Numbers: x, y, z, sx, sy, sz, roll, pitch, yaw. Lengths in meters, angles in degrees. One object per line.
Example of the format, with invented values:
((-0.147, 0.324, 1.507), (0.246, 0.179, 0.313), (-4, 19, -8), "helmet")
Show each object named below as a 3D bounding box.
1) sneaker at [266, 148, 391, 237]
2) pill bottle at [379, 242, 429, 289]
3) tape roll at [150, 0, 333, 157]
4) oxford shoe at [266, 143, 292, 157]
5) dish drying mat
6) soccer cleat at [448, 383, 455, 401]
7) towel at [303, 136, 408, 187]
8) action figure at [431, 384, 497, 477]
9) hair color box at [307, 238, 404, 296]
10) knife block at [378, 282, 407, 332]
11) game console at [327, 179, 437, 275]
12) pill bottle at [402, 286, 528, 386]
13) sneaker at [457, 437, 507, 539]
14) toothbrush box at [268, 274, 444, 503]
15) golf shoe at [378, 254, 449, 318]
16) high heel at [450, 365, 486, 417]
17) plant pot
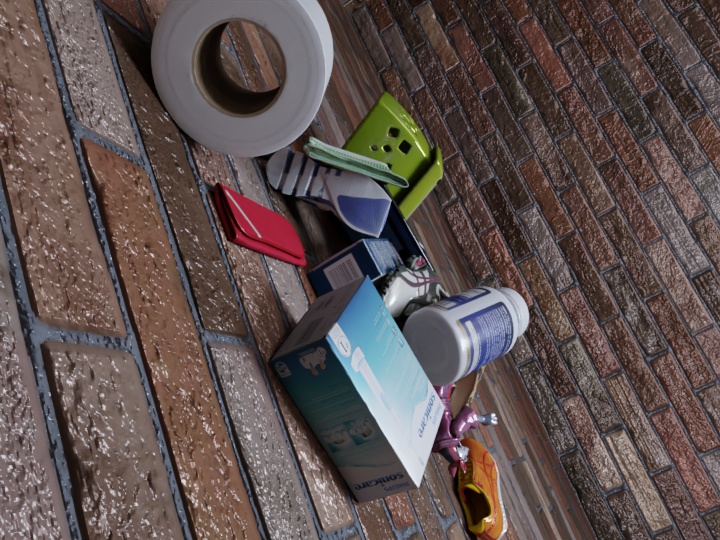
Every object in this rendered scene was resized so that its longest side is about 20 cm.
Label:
((-0.045, -0.128, 1.053), (0.197, 0.082, 0.115), (25, 7, -3), "sneaker")
((0.087, 0.011, 1.318), (0.111, 0.110, 0.202), (39, 26, -57), "pill bottle")
((-0.134, -0.253, 0.815), (0.204, 0.201, 0.140), (57, 15, -21), "tape roll")
((-0.141, -0.228, 1.065), (0.071, 0.072, 0.200), (32, 18, -3), "oxford shoe")
((-0.122, -0.054, 0.865), (0.078, 0.018, 0.200), (66, 14, 16), "dish drying mat")
((0.130, 0.135, 1.114), (0.084, 0.203, 0.069), (5, 20, -29), "soccer cleat")
((-0.014, -0.163, 1.005), (0.150, 0.024, 0.200), (18, 10, -9), "towel")
((0.112, 0.203, 1.003), (0.149, 0.133, 0.202), (38, 25, -57), "action figure")
((0.000, 0.000, 1.041), (0.061, 0.099, 0.200), (61, 13, 5), "hair color box")
((0.093, 0.085, 1.121), (0.197, 0.065, 0.176), (16, 15, -21), "knife block")
((0.028, -0.061, 1.169), (0.202, 0.174, 0.117), (58, 31, -17), "game console")
((0.163, 0.087, 1.001), (0.198, 0.111, 0.112), (-17, 77, -43), "pill bottle")
((0.199, 0.363, 1.163), (0.077, 0.073, 0.201), (42, 19, -29), "sneaker")
((0.004, 0.133, 0.776), (0.202, 0.084, 0.147), (58, 29, -14), "toothbrush box")
((0.076, 0.037, 1.008), (0.088, 0.078, 0.200), (40, 30, 9), "golf shoe")
((0.166, 0.199, 1.171), (0.143, 0.070, 0.203), (-48, 143, -51), "high heel")
((0.049, -0.200, 1.294), (0.181, 0.200, 0.200), (39, 19, -7), "plant pot")
